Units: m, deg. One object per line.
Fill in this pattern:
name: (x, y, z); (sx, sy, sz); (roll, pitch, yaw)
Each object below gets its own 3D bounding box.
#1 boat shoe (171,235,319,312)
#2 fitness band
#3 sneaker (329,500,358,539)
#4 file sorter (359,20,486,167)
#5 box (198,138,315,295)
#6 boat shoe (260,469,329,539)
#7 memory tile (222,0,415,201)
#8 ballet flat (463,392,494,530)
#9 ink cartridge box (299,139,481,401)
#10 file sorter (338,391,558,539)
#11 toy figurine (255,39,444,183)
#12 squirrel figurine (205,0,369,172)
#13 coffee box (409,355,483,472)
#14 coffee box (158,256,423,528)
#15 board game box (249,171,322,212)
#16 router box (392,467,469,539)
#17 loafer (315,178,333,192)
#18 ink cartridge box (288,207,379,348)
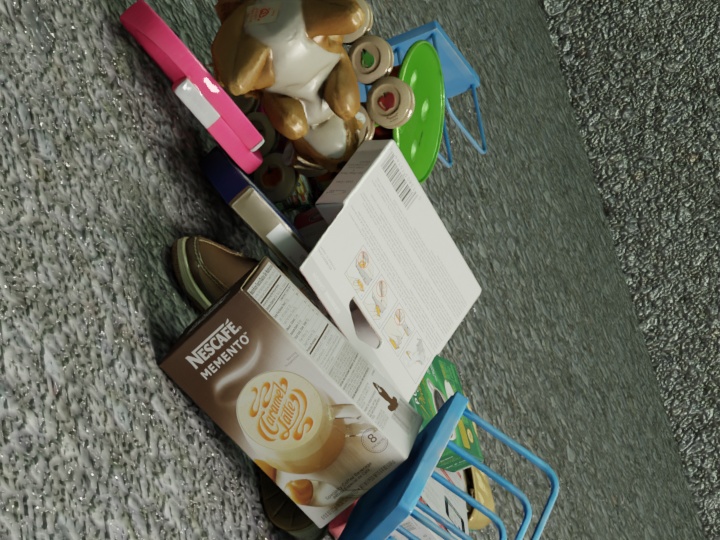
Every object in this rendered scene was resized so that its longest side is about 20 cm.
boat shoe: (-0.101, 0.012, 1.601); (0.202, 0.074, 0.075); (40, 33, -57)
fitness band: (-0.155, -0.175, 1.631); (0.200, 0.037, 0.144); (51, 0, -39)
sneaker: (-0.021, 0.168, 1.662); (0.087, 0.073, 0.201); (41, 32, -54)
file sorter: (0.036, -0.180, 2.039); (0.139, 0.199, 0.123); (42, 34, -55)
box: (-0.096, -0.055, 1.653); (0.121, 0.032, 0.200); (47, 2, -23)
boat shoe: (-0.058, 0.149, 1.582); (0.063, 0.073, 0.202); (52, 26, -59)
memory tile: (-0.050, -0.176, 1.748); (0.017, 0.199, 0.154); (9, 53, -62)
ballet flat: (0.107, 0.209, 2.019); (0.063, 0.068, 0.201); (-7, 74, -58)
ink cartridge box: (0.020, 0.007, 1.626); (0.177, 0.045, 0.201); (-54, 127, -32)
file sorter: (0.062, 0.235, 1.495); (0.122, 0.200, 0.139); (35, 45, -2)
toy figurine: (-0.025, -0.149, 1.804); (0.150, 0.183, 0.201); (60, 40, -57)
squirrel figurine: (-0.063, -0.190, 1.651); (0.200, 0.141, 0.187); (50, -6, 43)
coffee box: (0.067, 0.144, 1.840); (0.200, 0.044, 0.124); (28, 42, -65)
coffee box: (-0.058, 0.104, 1.461); (0.200, 0.114, 0.080); (45, 25, -6)
board game box: (-0.086, -0.117, 1.893); (0.105, 0.023, 0.200); (66, 17, 1)
router box: (0.056, 0.229, 1.861); (0.200, 0.049, 0.180); (54, 22, -38)
loafer: (-0.013, -0.109, 1.926); (0.201, 0.076, 0.067); (61, 17, -1)
ink cartridge box: (0.000, 0.000, 1.801); (0.200, 0.145, 0.085); (-81, 147, -59)
